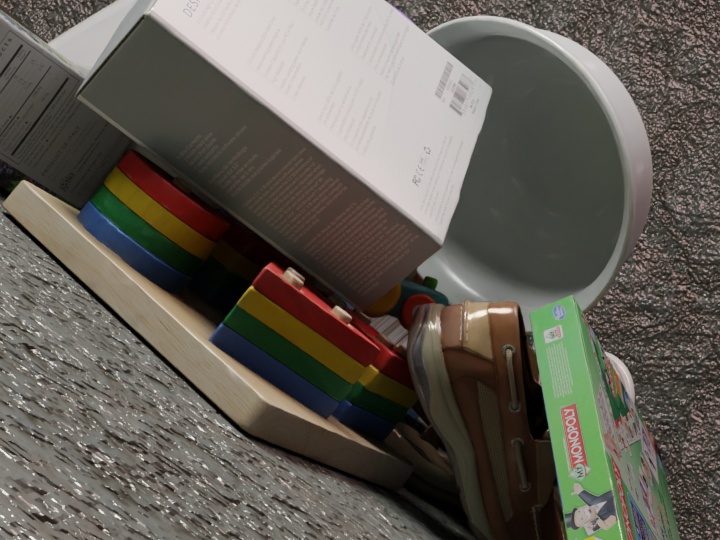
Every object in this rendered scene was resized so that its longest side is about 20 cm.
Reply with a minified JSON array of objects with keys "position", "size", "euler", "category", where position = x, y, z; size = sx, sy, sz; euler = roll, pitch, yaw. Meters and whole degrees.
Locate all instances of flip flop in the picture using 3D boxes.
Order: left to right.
[{"position":[0.065,0.120,1.035],"size":[0.081,0.058,0.200],"euler":[39,2,41],"category":"flip flop"}]

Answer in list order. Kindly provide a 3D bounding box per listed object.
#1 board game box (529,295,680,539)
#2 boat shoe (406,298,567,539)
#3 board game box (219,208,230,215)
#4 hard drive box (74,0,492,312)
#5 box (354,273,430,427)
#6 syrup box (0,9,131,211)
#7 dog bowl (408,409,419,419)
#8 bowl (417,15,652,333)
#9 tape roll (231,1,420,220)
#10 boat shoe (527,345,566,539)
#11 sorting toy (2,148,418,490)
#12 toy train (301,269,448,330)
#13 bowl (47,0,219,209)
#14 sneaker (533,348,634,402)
[{"position":[0.136,0.125,0.826],"size":[0.135,0.029,0.200],"euler":[56,19,-34],"category":"board game box"},{"position":[0.089,0.100,0.900],"size":[0.076,0.072,0.200],"euler":[-83,153,-53],"category":"boat shoe"},{"position":[-0.094,-0.047,1.326],"size":[0.200,0.045,0.152],"euler":[61,-11,-30],"category":"board game box"},{"position":[-0.035,-0.100,0.892],"size":[0.200,0.077,0.156],"euler":[38,40,-15],"category":"hard drive box"},{"position":[0.076,0.091,1.159],"size":[0.200,0.075,0.100],"euler":[52,-3,-38],"category":"box"},{"position":[-0.217,-0.108,0.869],"size":[0.079,0.081,0.200],"euler":[37,1,35],"category":"syrup box"},{"position":[0.054,0.081,1.332],"size":[0.112,0.050,0.200],"euler":[59,6,32],"category":"dog bowl"},{"position":[0.110,-0.068,1.002],"size":[0.201,0.201,0.090],"euler":[39,40,26],"category":"bowl"},{"position":[-0.023,-0.096,1.141],"size":[0.066,0.200,0.200],"euler":[-19,48,-44],"category":"tape roll"},{"position":[0.115,0.132,0.998],"size":[0.200,0.063,0.073],"euler":[60,33,-15],"category":"boat shoe"},{"position":[-0.063,0.020,0.871],"size":[0.200,0.070,0.199],"euler":[39,2,28],"category":"sorting toy"},{"position":[0.000,0.000,1.030],"size":[0.200,0.056,0.150],"euler":[16,-3,40],"category":"toy train"},{"position":[-0.113,-0.126,1.021],"size":[0.200,0.200,0.075],"euler":[19,-47,37],"category":"bowl"},{"position":[0.137,0.123,1.080],"size":[0.115,0.075,0.200],"euler":[40,36,-39],"category":"sneaker"}]
